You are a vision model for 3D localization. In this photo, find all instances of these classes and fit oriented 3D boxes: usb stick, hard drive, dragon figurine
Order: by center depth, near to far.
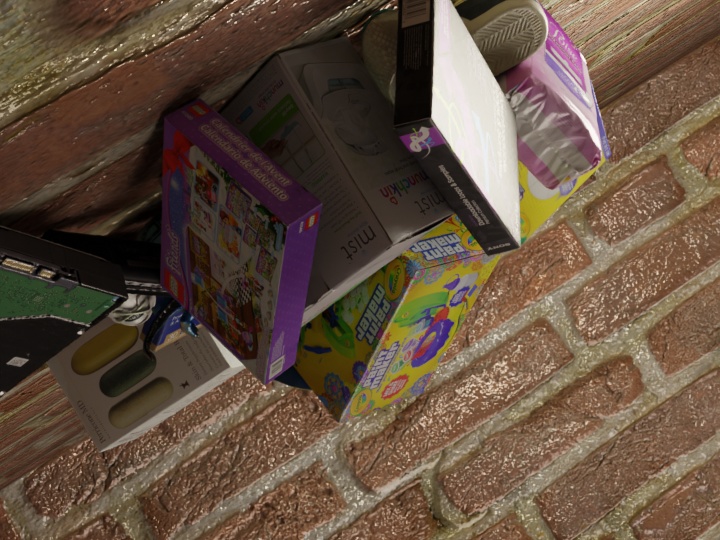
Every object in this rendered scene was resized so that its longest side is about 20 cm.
[{"bbox_3d":[-0.298,0.043,0.885,0.199,0.038,0.139,-34,149,25],"label":"hard drive"},{"bbox_3d":[-0.193,-0.002,0.994,0.199,0.056,0.033,7,135,-51],"label":"usb stick"},{"bbox_3d":[-0.164,0.009,1.147,0.200,0.059,0.100,-38,157,-55],"label":"dragon figurine"}]

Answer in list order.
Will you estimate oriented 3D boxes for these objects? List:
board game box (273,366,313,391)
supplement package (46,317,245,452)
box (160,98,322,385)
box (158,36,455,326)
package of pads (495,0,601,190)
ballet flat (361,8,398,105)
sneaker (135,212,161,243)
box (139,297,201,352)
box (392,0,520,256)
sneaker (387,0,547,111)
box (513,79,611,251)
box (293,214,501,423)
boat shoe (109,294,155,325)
[{"bbox_3d":[-0.061,0.065,1.190,0.200,0.157,0.039,-53,168,-51],"label":"board game box"},{"bbox_3d":[-0.273,0.113,1.478,0.199,0.152,0.151,-33,176,4],"label":"supplement package"},{"bbox_3d":[-0.099,-0.018,0.893,0.039,0.137,0.201,-35,155,-33],"label":"box"},{"bbox_3d":[-0.051,-0.061,0.953,0.096,0.177,0.200,-28,173,-47],"label":"box"},{"bbox_3d":[0.175,-0.181,1.127,0.075,0.120,0.201,-32,-152,27],"label":"package of pads"},{"bbox_3d":[0.060,-0.150,0.987,0.067,0.062,0.200,-39,147,0],"label":"ballet flat"},{"bbox_3d":[-0.140,-0.065,1.108,0.200,0.079,0.096,-35,160,-36],"label":"sneaker"},{"bbox_3d":[-0.172,-0.004,1.266,0.121,0.032,0.201,-29,153,-45],"label":"box"},{"bbox_3d":[0.082,-0.121,0.917,0.036,0.144,0.200,-10,149,22],"label":"box"},{"bbox_3d":[0.079,-0.205,1.074,0.199,0.075,0.085,-20,-149,12],"label":"sneaker"},{"bbox_3d":[0.188,-0.114,1.255,0.200,0.118,0.048,-43,-137,-15],"label":"box"},{"bbox_3d":[0.000,0.000,1.095,0.121,0.193,0.201,-13,142,-41],"label":"box"},{"bbox_3d":[-0.236,0.022,1.171,0.073,0.067,0.200,-16,176,-3],"label":"boat shoe"}]
